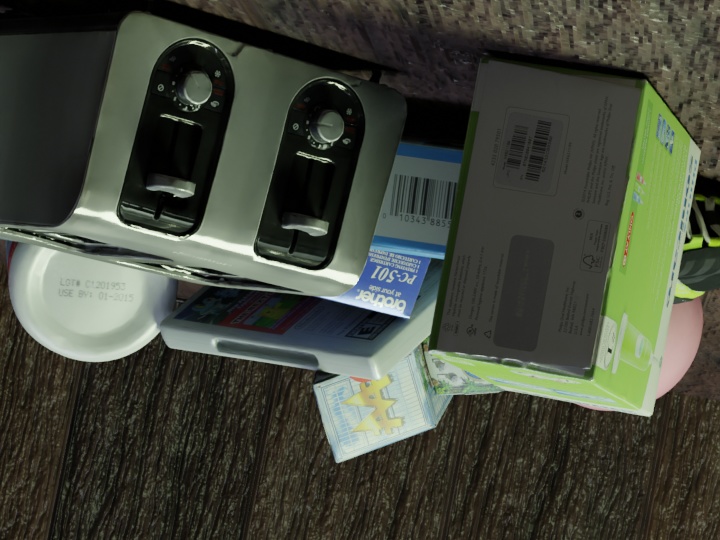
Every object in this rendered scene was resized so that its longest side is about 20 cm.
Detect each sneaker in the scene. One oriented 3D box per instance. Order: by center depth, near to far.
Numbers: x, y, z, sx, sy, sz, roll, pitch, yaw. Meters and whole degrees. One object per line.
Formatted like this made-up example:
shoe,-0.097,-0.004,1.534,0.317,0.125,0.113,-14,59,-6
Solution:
sneaker,0.188,-0.031,1.650,0.082,0.072,0.200,-15,168,16

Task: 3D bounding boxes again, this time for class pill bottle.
pill bottle,-0.181,-0.025,1.913,0.108,0.109,0.200,12,-161,-13

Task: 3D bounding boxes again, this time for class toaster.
toaster,-0.106,-0.064,1.499,0.180,0.119,0.200,15,174,-35

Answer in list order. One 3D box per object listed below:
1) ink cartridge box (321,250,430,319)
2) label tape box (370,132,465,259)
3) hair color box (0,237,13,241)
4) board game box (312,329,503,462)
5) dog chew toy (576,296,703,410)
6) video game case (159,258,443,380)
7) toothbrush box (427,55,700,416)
ink cartridge box,-0.040,-0.032,1.796,0.094,0.044,0.200,14,-167,-26
label tape box,0.051,-0.044,1.651,0.144,0.064,0.200,9,-175,25
hair color box,-0.164,-0.063,1.759,0.199,0.100,0.061,8,173,29
board game box,0.056,0.040,1.818,0.199,0.062,0.200,-4,-150,25
dog chew toy,0.180,0.031,1.997,0.124,0.125,0.200,10,-177,13
video game case,0.000,0.000,1.837,0.182,0.023,0.200,7,-144,40
toothbrush box,0.105,-0.012,1.436,0.086,0.146,0.200,9,176,16
